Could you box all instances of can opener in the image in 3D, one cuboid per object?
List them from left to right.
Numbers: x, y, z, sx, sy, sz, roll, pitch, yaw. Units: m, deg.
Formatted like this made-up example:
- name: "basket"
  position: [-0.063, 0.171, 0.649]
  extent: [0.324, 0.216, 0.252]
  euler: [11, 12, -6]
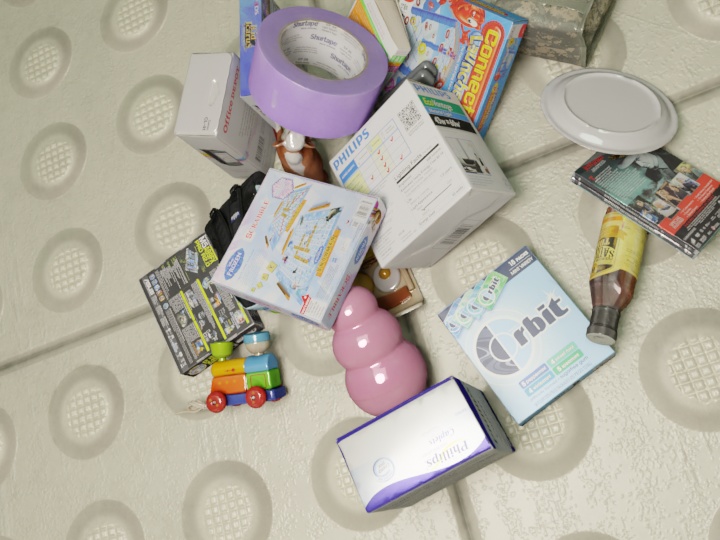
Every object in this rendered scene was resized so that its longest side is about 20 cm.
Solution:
- name: "can opener"
  position: [0.055, -0.257, 1.169]
  extent: [0.200, 0.066, 0.053]
  euler: [-40, 25, 42]

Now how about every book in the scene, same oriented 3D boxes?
- name: "book"
  position: [0.005, -0.349, 1.186]
  extent: [0.200, 0.048, 0.135]
  euler: [-45, 57, 54]

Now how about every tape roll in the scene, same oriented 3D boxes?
- name: "tape roll"
  position: [-0.064, -0.299, 1.086]
  extent: [0.198, 0.085, 0.201]
  euler: [10, 52, -13]

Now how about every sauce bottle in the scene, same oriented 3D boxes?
- name: "sauce bottle"
  position: [0.355, 0.004, 1.008]
  extent: [0.065, 0.066, 0.201]
  euler: [10, 67, 21]

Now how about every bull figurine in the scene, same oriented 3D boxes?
- name: "bull figurine"
  position: [-0.099, -0.190, 1.172]
  extent: [0.065, 0.201, 0.122]
  euler: [-16, 55, 3]

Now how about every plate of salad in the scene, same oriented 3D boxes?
- name: "plate of salad"
  position: [0.364, -0.231, 1.068]
  extent: [0.198, 0.048, 0.201]
  euler: [1, 51, -1]

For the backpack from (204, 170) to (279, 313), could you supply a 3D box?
- name: "backpack"
  position: [-0.158, -0.028, 1.175]
  extent: [0.163, 0.153, 0.201]
  euler: [-43, 42, 25]

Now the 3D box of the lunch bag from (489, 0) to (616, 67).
- name: "lunch bag"
  position: [0.311, -0.441, 1.128]
  extent: [0.163, 0.118, 0.201]
  euler: [21, 80, 26]

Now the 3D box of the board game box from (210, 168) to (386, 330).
- name: "board game box"
  position: [-0.090, -0.036, 1.055]
  extent: [0.198, 0.041, 0.201]
  euler: [19, 74, 27]

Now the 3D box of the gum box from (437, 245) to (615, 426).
- name: "gum box"
  position: [0.238, 0.093, 1.056]
  extent: [0.170, 0.045, 0.201]
  euler: [-38, 67, 7]

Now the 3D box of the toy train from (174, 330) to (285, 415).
- name: "toy train"
  position: [-0.225, 0.167, 1.170]
  extent: [0.198, 0.085, 0.117]
  euler: [-9, 86, 17]

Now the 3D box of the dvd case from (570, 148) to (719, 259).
- name: "dvd case"
  position: [0.418, -0.115, 1.020]
  extent: [0.200, 0.022, 0.146]
  euler: [39, 59, 22]

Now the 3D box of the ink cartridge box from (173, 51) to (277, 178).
- name: "ink cartridge box"
  position: [-0.216, -0.256, 1.222]
  extent: [0.085, 0.200, 0.149]
  euler: [4, 78, 21]

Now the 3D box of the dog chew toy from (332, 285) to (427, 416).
- name: "dog chew toy"
  position: [0.016, 0.112, 1.060]
  extent: [0.124, 0.125, 0.201]
  euler: [-25, 100, 12]

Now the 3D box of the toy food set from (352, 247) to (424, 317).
- name: "toy food set"
  position: [0.000, 0.000, 1.156]
  extent: [0.143, 0.060, 0.201]
  euler: [-27, 69, 11]

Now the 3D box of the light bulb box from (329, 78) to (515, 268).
- name: "light bulb box"
  position: [0.088, -0.139, 1.090]
  extent: [0.198, 0.124, 0.201]
  euler: [-41, 64, 34]

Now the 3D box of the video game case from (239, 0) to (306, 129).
- name: "video game case"
  position: [-0.145, -0.348, 1.231]
  extent: [0.045, 0.181, 0.202]
  euler: [-8, 74, 18]

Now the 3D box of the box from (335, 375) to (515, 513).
- name: "box"
  position: [0.094, 0.239, 0.985]
  extent: [0.183, 0.200, 0.105]
  euler: [-31, 68, 10]

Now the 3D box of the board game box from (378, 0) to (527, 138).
- name: "board game box"
  position: [0.135, -0.331, 1.139]
  extent: [0.195, 0.056, 0.201]
  euler: [33, 124, 24]

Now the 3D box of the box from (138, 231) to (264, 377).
- name: "box"
  position: [-0.277, 0.057, 1.250]
  extent: [0.160, 0.044, 0.201]
  euler: [-34, 68, 8]
